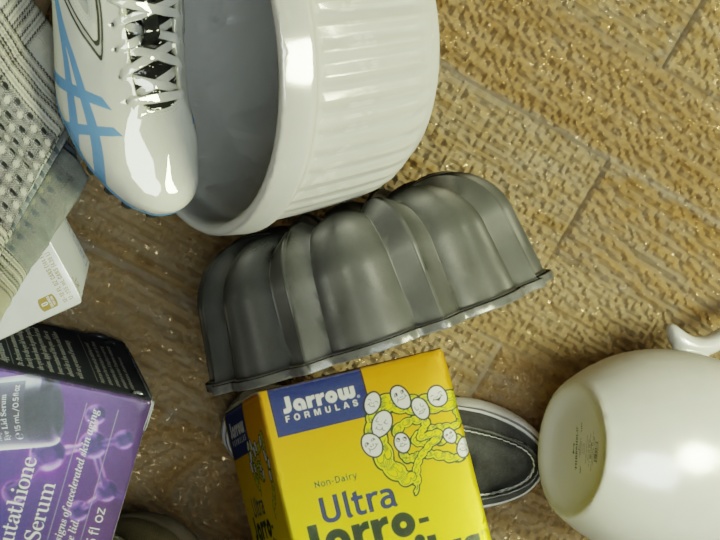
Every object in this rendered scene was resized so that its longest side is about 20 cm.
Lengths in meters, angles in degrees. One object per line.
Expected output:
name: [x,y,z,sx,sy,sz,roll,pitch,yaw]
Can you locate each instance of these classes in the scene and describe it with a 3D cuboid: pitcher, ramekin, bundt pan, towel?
pitcher: [0.210,0.084,1.572,0.199,0.121,0.173,4,85,-26]
ramekin: [-0.042,-0.123,1.393,0.104,0.200,0.201,-8,109,-28]
bundt pan: [0.000,0.000,1.447,0.201,0.202,0.076,-18,93,-9]
towel: [-0.205,-0.087,1.306,0.034,0.193,0.201,-16,122,28]

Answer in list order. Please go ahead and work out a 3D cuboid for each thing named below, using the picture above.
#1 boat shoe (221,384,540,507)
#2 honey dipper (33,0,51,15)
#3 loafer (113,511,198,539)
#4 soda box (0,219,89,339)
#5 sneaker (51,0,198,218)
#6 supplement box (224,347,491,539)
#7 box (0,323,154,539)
boat shoe: [0.020,0.107,1.544,0.199,0.066,0.070,12,103,-17]
honey dipper: [-0.168,-0.160,1.430,0.038,0.038,0.201,19,101,-19]
loafer: [-0.105,0.196,1.468,0.067,0.200,0.077,-15,118,-32]
soda box: [-0.217,-0.064,1.397,0.068,0.064,0.201,-24,108,7]
sneaker: [-0.118,-0.127,1.350,0.072,0.072,0.201,-11,89,-29]
supplement box: [0.007,0.156,1.444,0.108,0.110,0.201,-13,83,-15]
box: [-0.231,0.101,1.458,0.199,0.104,0.149,12,104,-18]
